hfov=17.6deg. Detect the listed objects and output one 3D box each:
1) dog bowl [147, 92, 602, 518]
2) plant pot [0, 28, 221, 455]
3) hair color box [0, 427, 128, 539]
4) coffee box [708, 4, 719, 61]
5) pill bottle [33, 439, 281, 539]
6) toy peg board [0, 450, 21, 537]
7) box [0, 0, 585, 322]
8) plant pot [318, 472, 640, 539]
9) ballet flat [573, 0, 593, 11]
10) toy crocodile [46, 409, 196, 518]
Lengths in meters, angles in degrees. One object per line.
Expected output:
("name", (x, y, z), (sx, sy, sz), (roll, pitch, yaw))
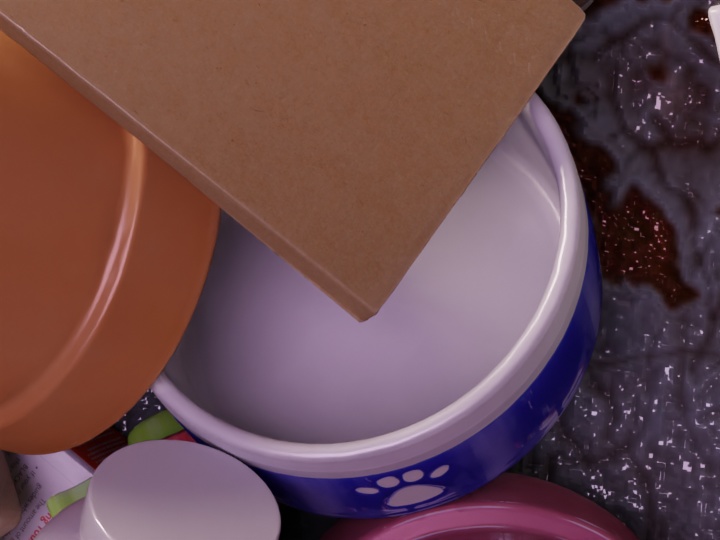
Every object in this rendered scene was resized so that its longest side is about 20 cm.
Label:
("dog bowl", (0.000, 0.000, 0.982), (0.200, 0.079, 0.200), (-6, 63, 12))
("plant pot", (-0.173, -0.034, 0.942), (0.200, 0.140, 0.200), (-15, 69, 42))
("hair color box", (-0.132, 0.132, 1.089), (0.200, 0.061, 0.102), (39, 104, 11))
("coffee box", (0.261, -0.023, 0.884), (0.198, 0.200, 0.200), (-12, 91, 17))
("pill bottle", (-0.093, 0.168, 0.958), (0.112, 0.112, 0.200), (26, 126, 13))
("toy peg board", (-0.283, 0.069, 1.065), (0.200, 0.098, 0.199), (-34, 65, 24))
("box", (-0.029, -0.103, 0.916), (0.200, 0.021, 0.164), (39, 69, -8))
("plant pot", (0.053, 0.202, 0.952), (0.200, 0.179, 0.200), (0, 102, 0))
("ballet flat", (0.003, -0.135, 1.019), (0.200, 0.064, 0.067), (6, 69, -9))
("toy crocodile", (-0.040, 0.081, 1.031), (0.200, 0.062, 0.068), (-18, 66, -7))
